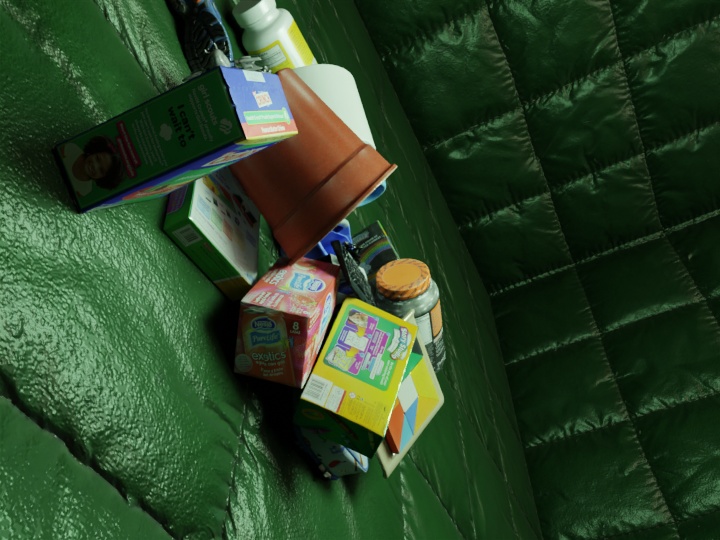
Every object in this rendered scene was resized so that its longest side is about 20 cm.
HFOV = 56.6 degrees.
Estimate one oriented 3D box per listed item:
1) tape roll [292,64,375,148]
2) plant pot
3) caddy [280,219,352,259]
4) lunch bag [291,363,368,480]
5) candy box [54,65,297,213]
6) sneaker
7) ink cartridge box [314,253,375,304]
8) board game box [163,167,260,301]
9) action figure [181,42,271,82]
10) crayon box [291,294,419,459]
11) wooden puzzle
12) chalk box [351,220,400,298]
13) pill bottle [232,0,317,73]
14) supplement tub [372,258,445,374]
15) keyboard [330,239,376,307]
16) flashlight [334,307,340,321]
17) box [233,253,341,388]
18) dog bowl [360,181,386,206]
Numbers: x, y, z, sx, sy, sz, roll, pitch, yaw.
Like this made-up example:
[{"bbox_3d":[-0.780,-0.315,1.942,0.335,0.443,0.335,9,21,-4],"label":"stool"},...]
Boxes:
[{"bbox_3d":[-0.084,-0.240,1.163,0.202,0.199,0.142,19,51,-70],"label":"tape roll"},{"bbox_3d":[-0.085,-0.147,0.903,0.196,0.200,0.201,48,19,-5],"label":"plant pot"},{"bbox_3d":[-0.071,-0.067,1.165,0.200,0.103,0.144,13,57,-71],"label":"caddy"},{"bbox_3d":[-0.043,0.204,0.994,0.202,0.074,0.161,-93,161,-46],"label":"lunch bag"},{"bbox_3d":[-0.184,-0.138,0.705,0.078,0.197,0.169,66,17,-7],"label":"candy box"},{"bbox_3d":[-0.240,-0.381,1.047,0.078,0.074,0.204,-11,83,-77],"label":"sneaker"},{"bbox_3d":[-0.051,0.021,1.139,0.200,0.098,0.040,29,42,-68],"label":"ink cartridge box"},{"bbox_3d":[-0.191,-0.083,0.902,0.203,0.040,0.154,-95,158,-44],"label":"board game box"},{"bbox_3d":[-0.185,-0.245,0.983,0.202,0.127,0.070,75,11,-50],"label":"action figure"},{"bbox_3d":[-0.002,0.138,0.912,0.202,0.117,0.059,-65,178,-46],"label":"crayon box"},{"bbox_3d":[0.065,0.191,1.045,0.185,0.037,0.203,-41,122,-41],"label":"wooden puzzle"},{"bbox_3d":[0.023,0.000,1.330,0.125,0.123,0.201,58,5,-33],"label":"chalk box"},{"bbox_3d":[-0.162,-0.433,1.298,0.113,0.109,0.201,-93,157,-47],"label":"pill bottle"},{"bbox_3d":[0.087,0.090,1.207,0.123,0.120,0.203,-85,167,-57],"label":"supplement tub"},{"bbox_3d":[0.000,0.000,1.019,0.200,0.039,0.106,58,8,-70],"label":"keyboard"},{"bbox_3d":[-0.024,0.116,1.173,0.200,0.067,0.069,39,33,-60],"label":"flashlight"},{"bbox_3d":[-0.092,0.060,0.900,0.200,0.093,0.102,-62,162,-69],"label":"box"},{"bbox_3d":[-0.019,-0.158,1.151,0.050,0.110,0.199,68,16,13],"label":"dog bowl"}]
